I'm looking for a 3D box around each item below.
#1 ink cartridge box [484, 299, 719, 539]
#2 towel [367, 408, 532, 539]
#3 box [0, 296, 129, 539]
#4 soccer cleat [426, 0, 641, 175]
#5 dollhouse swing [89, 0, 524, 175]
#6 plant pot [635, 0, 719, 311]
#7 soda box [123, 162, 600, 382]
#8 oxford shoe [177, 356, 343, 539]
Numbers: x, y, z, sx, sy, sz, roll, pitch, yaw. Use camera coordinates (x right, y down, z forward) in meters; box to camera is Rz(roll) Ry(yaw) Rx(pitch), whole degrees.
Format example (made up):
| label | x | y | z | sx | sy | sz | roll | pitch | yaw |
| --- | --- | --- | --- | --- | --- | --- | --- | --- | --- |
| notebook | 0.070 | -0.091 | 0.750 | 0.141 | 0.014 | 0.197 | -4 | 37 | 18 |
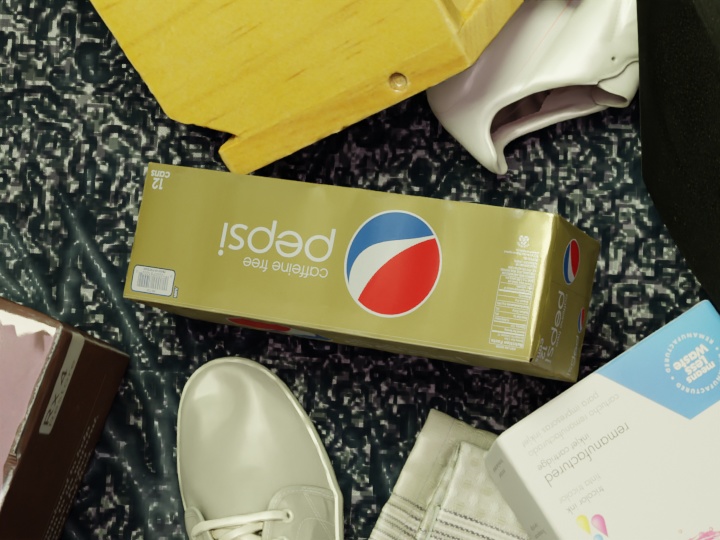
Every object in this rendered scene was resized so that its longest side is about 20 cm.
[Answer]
| label | x | y | z | sx | sy | sz | roll | pitch | yaw |
| --- | --- | --- | --- | --- | --- | --- | --- | --- | --- |
| ink cartridge box | 0.155 | 0.131 | 0.882 | 0.116 | 0.067 | 0.201 | -32 | 80 | -10 |
| towel | 0.078 | 0.188 | 0.920 | 0.198 | 0.035 | 0.194 | 23 | 86 | 5 |
| box | -0.230 | 0.072 | 0.880 | 0.198 | 0.164 | 0.167 | 21 | 85 | 4 |
| soccer cleat | 0.122 | -0.118 | 0.928 | 0.199 | 0.069 | 0.078 | -33 | 63 | 6 |
| dollhouse swing | -0.025 | -0.193 | 0.914 | 0.181 | 0.176 | 0.201 | -23 | 114 | 25 |
| plant pot | 0.225 | -0.059 | 0.821 | 0.197 | 0.201 | 0.178 | -10 | 45 | 1 |
| soda box | 0.000 | 0.000 | 0.892 | 0.198 | 0.068 | 0.065 | 9 | 84 | 25 |
| oxford shoe | -0.044 | 0.132 | 0.908 | 0.074 | 0.058 | 0.202 | -15 | 71 | 15 |
